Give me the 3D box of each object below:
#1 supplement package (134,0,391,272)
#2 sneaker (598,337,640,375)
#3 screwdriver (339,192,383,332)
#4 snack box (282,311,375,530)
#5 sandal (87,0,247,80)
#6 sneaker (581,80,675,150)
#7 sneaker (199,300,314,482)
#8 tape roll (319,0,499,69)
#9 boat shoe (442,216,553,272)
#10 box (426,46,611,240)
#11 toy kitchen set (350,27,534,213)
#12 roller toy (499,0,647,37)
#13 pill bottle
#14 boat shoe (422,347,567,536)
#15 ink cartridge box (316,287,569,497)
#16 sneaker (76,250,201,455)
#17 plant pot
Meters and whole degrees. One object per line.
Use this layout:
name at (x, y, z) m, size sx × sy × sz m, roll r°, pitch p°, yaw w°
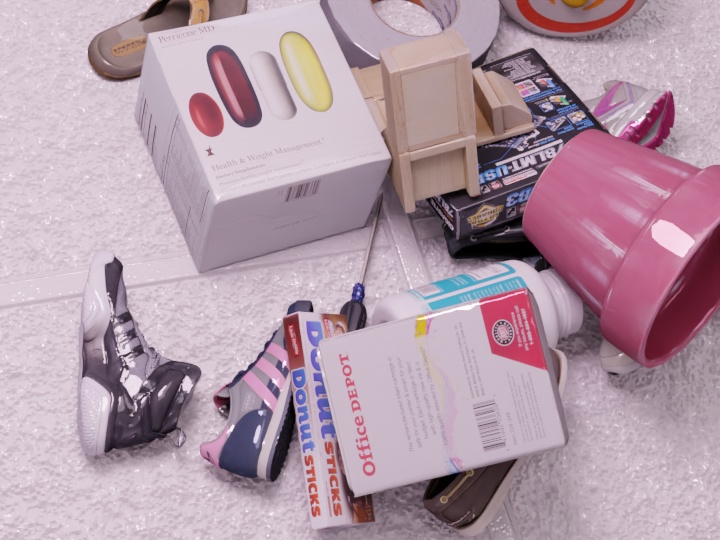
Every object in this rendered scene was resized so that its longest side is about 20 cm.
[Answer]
supplement package at (-0.103, -0.138, 1.595) m, size 0.190 × 0.147 × 0.201 m, roll -16°, pitch 67°, yaw -21°
sneaker at (0.287, 0.016, 1.627) m, size 0.081 × 0.075 × 0.200 m, roll 43°, pitch 62°, yaw -29°
screwdriver at (0.000, 0.000, 1.610) m, size 0.029 × 0.028 × 0.201 m, roll 28°, pitch 57°, yaw -31°
snack box at (-0.030, 0.140, 1.477) m, size 0.072 × 0.024 × 0.201 m, roll 5°, pitch 73°, yaw -51°
sandal at (-0.204, -0.271, 1.700) m, size 0.199 × 0.055 × 0.082 m, roll -26°, pitch 70°, yaw -25°
sneaker at (0.256, -0.133, 1.727) m, size 0.088 × 0.082 × 0.200 m, roll 30°, pitch 65°, yaw 36°
sneaker at (-0.096, 0.105, 1.507) m, size 0.082 × 0.070 × 0.201 m, roll 8°, pitch 50°, yaw 10°
tape roll at (0.053, -0.285, 1.766) m, size 0.199 × 0.066 × 0.201 m, roll 7°, pitch 59°, yaw -11°
boat shoe at (0.182, -0.029, 1.647) m, size 0.198 × 0.075 × 0.066 m, roll 9°, pitch 61°, yaw -8°
box at (0.144, -0.137, 1.660) m, size 0.199 × 0.050 × 0.199 m, roll -21°, pitch 48°, yaw -14°
toy kitchen set at (0.087, -0.201, 1.570) m, size 0.162 × 0.181 × 0.200 m, roll -16°, pitch 45°, yaw -7°
roller toy at (0.242, -0.359, 1.781) m, size 0.182 × 0.200 × 0.140 m, roll 9°, pitch 60°, yaw -16°
pill bottle at (0.119, 0.055, 1.562) m, size 0.199 × 0.111 × 0.111 m, roll -16°, pitch 66°, yaw -21°
boat shoe at (0.128, 0.152, 1.498) m, size 0.059 × 0.072 × 0.201 m, roll 34°, pitch 81°, yaw -24°
ink cartridge box at (0.077, 0.110, 1.430) m, size 0.199 × 0.086 × 0.148 m, roll -14°, pitch 85°, yaw 11°
sneaker at (-0.209, 0.079, 1.492) m, size 0.113 × 0.076 × 0.201 m, roll 3°, pitch 66°, yaw -13°
plant pot at (0.263, -0.038, 1.519) m, size 0.179 × 0.200 × 0.200 m, roll 37°, pitch 58°, yaw 25°
